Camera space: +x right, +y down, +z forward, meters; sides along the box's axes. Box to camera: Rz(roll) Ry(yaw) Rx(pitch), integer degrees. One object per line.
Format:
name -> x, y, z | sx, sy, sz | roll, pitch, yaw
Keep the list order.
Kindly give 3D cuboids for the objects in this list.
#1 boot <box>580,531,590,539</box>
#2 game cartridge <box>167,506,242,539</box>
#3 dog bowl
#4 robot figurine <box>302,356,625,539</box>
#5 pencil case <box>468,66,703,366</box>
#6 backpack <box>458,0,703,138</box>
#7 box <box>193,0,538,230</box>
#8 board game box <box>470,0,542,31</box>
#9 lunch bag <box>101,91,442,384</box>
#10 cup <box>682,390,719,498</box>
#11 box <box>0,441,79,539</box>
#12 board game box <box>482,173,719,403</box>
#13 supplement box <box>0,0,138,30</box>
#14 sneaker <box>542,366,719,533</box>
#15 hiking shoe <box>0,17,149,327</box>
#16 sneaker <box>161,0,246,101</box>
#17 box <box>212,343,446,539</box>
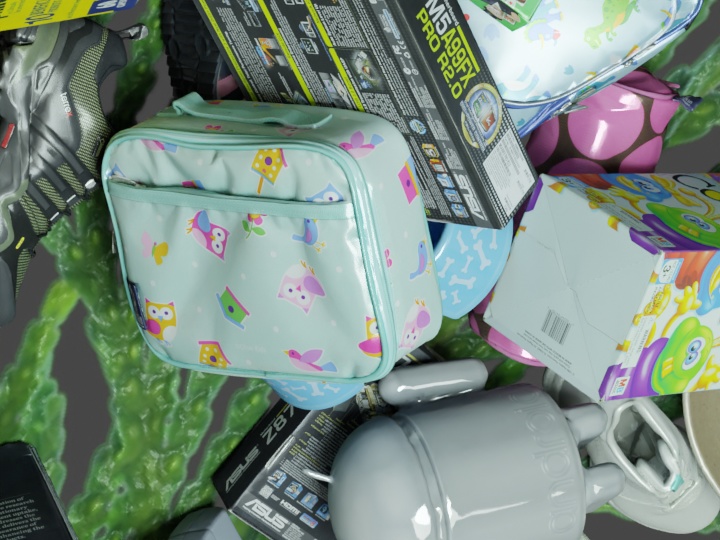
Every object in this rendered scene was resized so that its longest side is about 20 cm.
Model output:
boot -> 0.083, 0.259, 1.623 | 0.199, 0.073, 0.145 | -29, 121, 3
game cartridge -> -0.096, 0.248, 1.532 | 0.040, 0.200, 0.134 | -18, 119, 21
dog bowl -> 0.000, 0.000, 1.485 | 0.200, 0.112, 0.049 | -36, 143, 21
robot figurine -> 0.064, 0.137, 1.535 | 0.199, 0.113, 0.170 | -13, 72, -18
pencil case -> 0.141, -0.039, 1.566 | 0.094, 0.091, 0.201 | -4, 120, -58
backpack -> 0.081, -0.170, 1.442 | 0.200, 0.147, 0.183 | -36, 98, 6
box -> -0.004, -0.117, 1.374 | 0.044, 0.160, 0.201 | -51, 131, -30
board game box -> 0.086, -0.252, 1.347 | 0.134, 0.029, 0.201 | 36, 75, -11
lunch bag -> -0.057, -0.021, 1.400 | 0.077, 0.199, 0.161 | -39, 125, -47
cup -> 0.336, 0.076, 1.633 | 0.143, 0.199, 0.201 | -31, 128, -53
box -> -0.222, 0.243, 1.477 | 0.123, 0.197, 0.201 | -11, 114, -14
board game box -> 0.190, 0.006, 1.496 | 0.199, 0.105, 0.103 | -2, 120, -48
supplement box -> -0.221, -0.191, 1.333 | 0.199, 0.109, 0.110 | -12, 85, -15
sneaker -> 0.197, 0.132, 1.643 | 0.075, 0.088, 0.200 | -46, 129, -2
hiking shoe -> -0.181, -0.056, 1.441 | 0.100, 0.076, 0.201 | 8, 107, -19
sneaker -> -0.068, -0.119, 1.472 | 0.082, 0.070, 0.201 | -21, 121, -30
box -> 0.026, 0.138, 1.612 | 0.200, 0.049, 0.161 | 37, 97, -29
